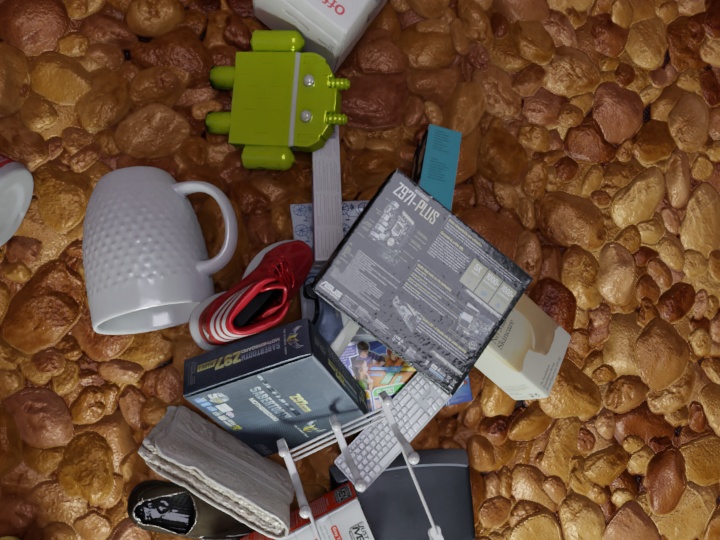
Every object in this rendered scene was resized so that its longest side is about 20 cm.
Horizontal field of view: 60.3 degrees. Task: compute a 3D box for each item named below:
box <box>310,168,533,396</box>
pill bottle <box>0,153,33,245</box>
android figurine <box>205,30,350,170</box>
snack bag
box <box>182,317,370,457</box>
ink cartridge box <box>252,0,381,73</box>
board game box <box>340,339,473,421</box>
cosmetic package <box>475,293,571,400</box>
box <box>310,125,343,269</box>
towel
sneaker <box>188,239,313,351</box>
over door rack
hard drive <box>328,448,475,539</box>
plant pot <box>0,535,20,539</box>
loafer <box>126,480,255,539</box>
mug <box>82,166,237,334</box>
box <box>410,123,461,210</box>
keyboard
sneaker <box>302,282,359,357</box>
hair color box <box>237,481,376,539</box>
[{"bbox_3d":[0.066,0.014,0.715,0.199,0.086,0.165,36,87,-5],"label":"box"},{"bbox_3d":[-0.513,-0.115,0.740,0.197,0.114,0.116,25,82,-7],"label":"pill bottle"},{"bbox_3d":[-0.109,-0.224,0.822,0.195,0.041,0.187,6,88,13],"label":"android figurine"},{"bbox_3d":[0.000,0.000,0.843,0.184,0.021,0.205,-2,73,-10],"label":"snack bag"},{"bbox_3d":[-0.091,0.147,0.733,0.155,0.201,0.052,-19,51,9],"label":"box"},{"bbox_3d":[-0.033,-0.403,0.828,0.146,0.145,0.202,36,81,-4],"label":"ink cartridge box"},{"bbox_3d":[0.048,0.128,0.853,0.195,0.034,0.139,-8,86,-10],"label":"board game box"},{"bbox_3d":[0.180,0.074,0.835,0.199,0.071,0.106,39,63,-14],"label":"cosmetic package"},{"bbox_3d":[-0.046,-0.104,0.835,0.040,0.039,0.205,-1,74,-8],"label":"box"},{"bbox_3d":[-0.166,0.240,0.760,0.198,0.133,0.035,33,97,-6],"label":"towel"},{"bbox_3d":[-0.096,0.023,0.722,0.200,0.114,0.079,-48,116,-39],"label":"sneaker"},{"bbox_3d":[0.006,0.262,0.710,0.145,0.067,0.204,-22,93,-9],"label":"over door rack"},{"bbox_3d":[0.060,0.318,0.836,0.195,0.042,0.138,-4,86,-10],"label":"hard drive"},{"bbox_3d":[-0.411,0.441,0.682,0.199,0.200,0.191,-33,107,-10],"label":"plant pot"},{"bbox_3d":[-0.196,0.308,0.779,0.195,0.071,0.075,3,85,-9],"label":"loafer"},{"bbox_3d":[-0.239,-0.034,0.753,0.196,0.147,0.179,-17,78,14],"label":"mug"},{"bbox_3d":[0.090,-0.085,0.831,0.048,0.082,0.204,13,70,-6],"label":"box"},{"bbox_3d":[0.053,0.200,0.821,0.056,0.011,0.200,45,79,2],"label":"keyboard"},{"bbox_3d":[-0.021,0.023,0.783,0.084,0.075,0.202,35,76,-4],"label":"sneaker"},{"bbox_3d":[-0.077,0.358,0.760,0.197,0.061,0.103,-24,94,-7],"label":"hair color box"}]
